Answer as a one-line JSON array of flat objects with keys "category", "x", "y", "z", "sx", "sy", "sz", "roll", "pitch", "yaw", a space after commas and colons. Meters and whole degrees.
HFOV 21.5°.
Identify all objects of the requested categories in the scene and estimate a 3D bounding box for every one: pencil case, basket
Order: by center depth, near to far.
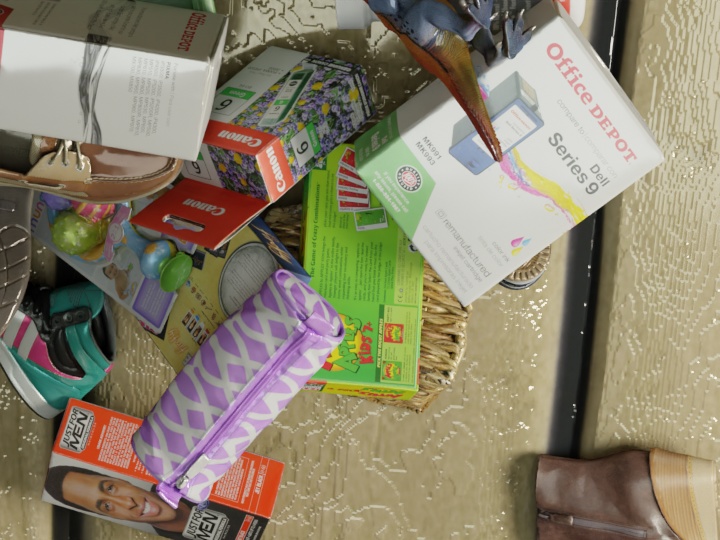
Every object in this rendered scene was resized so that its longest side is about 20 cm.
[{"category": "pencil case", "x": -0.097, "y": 0.093, "z": 1.477, "sx": 0.084, "sy": 0.086, "sz": 0.200, "roll": 36, "pitch": 104, "yaw": -13}, {"category": "basket", "x": -0.008, "y": 0.026, "z": 1.647, "sx": 0.198, "sy": 0.149, "sz": 0.144, "roll": 14, "pitch": 75, "yaw": -4}]

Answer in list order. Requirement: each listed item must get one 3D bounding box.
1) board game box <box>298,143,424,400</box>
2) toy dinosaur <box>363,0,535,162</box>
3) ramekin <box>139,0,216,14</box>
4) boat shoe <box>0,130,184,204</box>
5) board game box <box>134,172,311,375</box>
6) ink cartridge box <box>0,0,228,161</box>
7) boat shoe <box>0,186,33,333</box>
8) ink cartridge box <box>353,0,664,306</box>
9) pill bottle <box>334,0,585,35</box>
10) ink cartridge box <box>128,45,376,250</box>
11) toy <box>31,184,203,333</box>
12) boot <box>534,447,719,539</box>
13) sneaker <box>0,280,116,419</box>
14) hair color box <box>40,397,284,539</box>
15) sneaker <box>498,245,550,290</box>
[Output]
[{"category": "board game box", "x": 0.000, "y": 0.000, "z": 1.553, "sx": 0.101, "sy": 0.048, "sz": 0.202, "roll": 5, "pitch": 76, "yaw": -6}, {"category": "toy dinosaur", "x": 0.029, "y": -0.194, "z": 1.412, "sx": 0.181, "sy": 0.105, "sz": 0.202, "roll": 9, "pitch": 87, "yaw": 41}, {"category": "ramekin", "x": -0.213, "y": -0.208, "z": 1.551, "sx": 0.198, "sy": 0.098, "sz": 0.202, "roll": 0, "pitch": 109, "yaw": 1}, {"category": "boat shoe", "x": -0.238, "y": -0.094, "z": 1.486, "sx": 0.198, "sy": 0.072, "sz": 0.076, "roll": 1, "pitch": 84, "yaw": 4}, {"category": "board game box", "x": -0.137, "y": -0.003, "z": 1.579, "sx": 0.034, "sy": 0.200, "sz": 0.136, "roll": 18, "pitch": 114, "yaw": -47}, {"category": "ink cartridge box", "x": -0.208, "y": -0.155, "z": 1.439, "sx": 0.198, "sy": 0.147, "sz": 0.083, "roll": 9, "pitch": 111, "yaw": -2}, {"category": "boat shoe", "x": -0.308, "y": -0.023, "z": 1.562, "sx": 0.075, "sy": 0.072, "sz": 0.201, "roll": 16, "pitch": 72, "yaw": -13}, {"category": "ink cartridge box", "x": 0.114, "y": -0.094, "z": 1.478, "sx": 0.199, "sy": 0.088, "sz": 0.146, "roll": -36, "pitch": 105, "yaw": 10}, {"category": "pill bottle", "x": 0.078, "y": -0.246, "z": 1.526, "sx": 0.198, "sy": 0.116, "sz": 0.117, "roll": -3, "pitch": 109, "yaw": 2}, {"category": "ink cartridge box", "x": -0.092, "y": -0.102, "z": 1.522, "sx": 0.109, "sy": 0.200, "sz": 0.051, "roll": 17, "pitch": 137, "yaw": 40}, {"category": "toy", "x": -0.223, "y": -0.046, "z": 1.579, "sx": 0.199, "sy": 0.047, "sz": 0.116, "roll": 33, "pitch": 109, "yaw": 26}, {"category": "boot", "x": 0.246, "y": 0.254, "z": 1.730, "sx": 0.165, "sy": 0.072, "sz": 0.202, "roll": -2, "pitch": 110, "yaw": 14}, {"category": "sneaker", "x": -0.277, "y": 0.026, "z": 1.637, "sx": 0.120, "sy": 0.084, "sz": 0.201, "roll": -28, "pitch": 114, "yaw": 15}, {"category": "hair color box", "x": -0.176, "y": 0.187, "z": 1.680, "sx": 0.199, "sy": 0.062, "sz": 0.102, "roll": 18, "pitch": 145, "yaw": -4}, {"category": "sneaker", "x": 0.129, "y": -0.080, "z": 1.613, "sx": 0.069, "sy": 0.109, "sz": 0.202, "roll": -2, "pitch": 79, "yaw": 4}]
